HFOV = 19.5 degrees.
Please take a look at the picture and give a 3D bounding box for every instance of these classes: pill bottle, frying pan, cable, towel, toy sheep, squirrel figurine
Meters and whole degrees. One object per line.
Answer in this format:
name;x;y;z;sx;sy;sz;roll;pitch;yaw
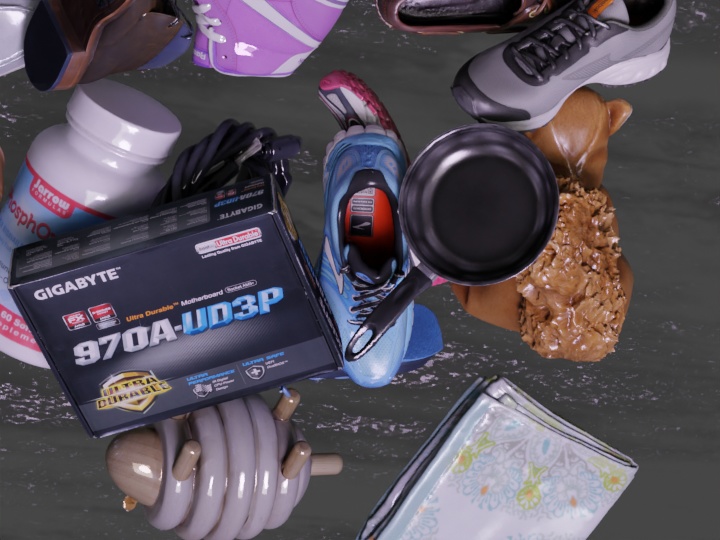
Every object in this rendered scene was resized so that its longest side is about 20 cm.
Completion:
pill bottle;-0.210;-0.036;1.548;0.108;0.109;0.201;20;110;-21
frying pan;0.072;-0.010;1.467;0.115;0.031;0.191;17;87;16
cable;-0.117;-0.019;1.561;0.051;0.163;0.200;36;110;18
towel;0.115;0.199;1.772;0.171;0.048;0.200;31;107;-23
toy sheep;-0.105;0.152;1.656;0.199;0.138;0.138;6;115;-21
squirrel figurine;0.154;-0.040;1.575;0.141;0.200;0.187;5;113;-6

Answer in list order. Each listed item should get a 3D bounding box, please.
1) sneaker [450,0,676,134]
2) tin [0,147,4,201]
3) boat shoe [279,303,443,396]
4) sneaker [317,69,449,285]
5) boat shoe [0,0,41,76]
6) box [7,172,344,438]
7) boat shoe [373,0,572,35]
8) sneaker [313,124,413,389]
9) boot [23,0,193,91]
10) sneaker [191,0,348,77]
sneaker;0.149;-0.164;1.529;0.200;0.074;0.079;-26;151;-27
tin;-0.353;-0.073;1.503;0.199;0.042;0.112;11;148;-28
boat shoe;-0.034;0.064;1.628;0.199;0.085;0.069;9;154;-23
sneaker;0.008;-0.060;1.600;0.074;0.081;0.201;-21;119;1
boat shoe;-0.308;-0.149;1.491;0.200;0.072;0.070;-15;119;-4
box;-0.128;0.028;1.492;0.199;0.046;0.159;-15;130;7
boat shoe;0.109;-0.207;1.554;0.199;0.070;0.071;-12;114;-8
sneaker;0.000;0.000;1.532;0.078;0.090;0.201;-3;115;0
boot;-0.152;-0.196;1.450;0.097;0.075;0.200;-8;157;-40
sneaker;-0.113;-0.205;1.508;0.200;0.073;0.114;28;112;-22
